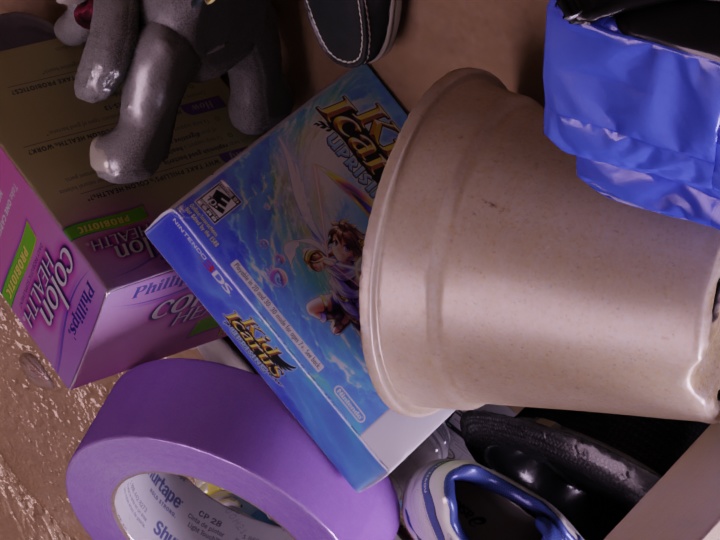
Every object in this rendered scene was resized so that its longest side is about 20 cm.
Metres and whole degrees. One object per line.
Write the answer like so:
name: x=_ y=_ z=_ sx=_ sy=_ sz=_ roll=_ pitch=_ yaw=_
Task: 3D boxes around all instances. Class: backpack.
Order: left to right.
backpack: x=0.207 y=-0.096 z=1.118 sx=0.200 sy=0.163 sz=0.168 roll=18 pitch=145 yaw=19

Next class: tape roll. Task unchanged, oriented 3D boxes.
tape roll: x=-0.079 y=0.143 z=1.444 sx=0.200 sy=0.066 sz=0.200 roll=18 pitch=145 yaw=13

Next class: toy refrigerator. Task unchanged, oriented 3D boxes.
toy refrigerator: x=0.215 y=0.124 z=1.269 sx=0.070 sy=0.200 sz=0.076 roll=-1 pitch=122 yaw=47

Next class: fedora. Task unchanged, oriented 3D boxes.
fedora: x=0.158 y=0.107 z=1.391 sx=0.200 sy=0.092 sz=0.201 roll=31 pitch=165 yaw=9

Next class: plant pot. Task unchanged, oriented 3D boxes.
plant pot: x=0.126 y=0.002 z=1.282 sx=0.183 sy=0.200 sz=0.201 roll=13 pitch=132 yaw=26

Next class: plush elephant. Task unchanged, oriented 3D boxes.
plush elephant: x=-0.141 y=-0.172 z=1.418 sx=0.155 sy=0.165 sz=0.200 roll=27 pitch=129 yaw=30

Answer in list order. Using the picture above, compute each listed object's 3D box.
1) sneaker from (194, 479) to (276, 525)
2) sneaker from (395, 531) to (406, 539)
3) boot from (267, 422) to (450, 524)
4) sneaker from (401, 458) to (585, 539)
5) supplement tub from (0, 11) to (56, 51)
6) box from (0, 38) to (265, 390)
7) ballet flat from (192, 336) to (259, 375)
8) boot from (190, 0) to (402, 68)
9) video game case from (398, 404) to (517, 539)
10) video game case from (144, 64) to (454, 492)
sneaker: x=-0.100 y=0.152 z=1.653 sx=0.079 sy=0.200 sz=0.131 roll=-16 pitch=104 yaw=24
sneaker: x=0.011 y=0.254 z=1.617 sx=0.200 sy=0.121 sz=0.084 roll=44 pitch=162 yaw=-10
boot: x=-0.040 y=0.125 z=1.542 sx=0.200 sy=0.096 sz=0.074 roll=-3 pitch=125 yaw=46
sneaker: x=0.112 y=0.184 z=1.402 sx=0.200 sy=0.075 sz=0.088 roll=33 pitch=165 yaw=-2
supplement tub: x=-0.259 y=-0.098 z=1.657 sx=0.107 sy=0.107 sz=0.200 roll=44 pitch=145 yaw=8
box: x=-0.152 y=-0.049 z=1.478 sx=0.200 sy=0.176 sz=0.097 roll=51 pitch=138 yaw=25
ballet flat: x=-0.095 y=0.044 z=1.539 sx=0.200 sy=0.069 sz=0.069 roll=54 pitch=151 yaw=31
boot: x=-0.054 y=-0.179 z=1.317 sx=0.073 sy=0.154 sz=0.204 roll=20 pitch=135 yaw=35
video game case: x=0.017 y=0.100 z=1.565 sx=0.200 sy=0.024 sz=0.182 roll=39 pitch=145 yaw=6
video game case: x=0.000 y=0.000 z=1.402 sx=0.200 sy=0.181 sz=0.045 roll=51 pitch=143 yaw=-2
